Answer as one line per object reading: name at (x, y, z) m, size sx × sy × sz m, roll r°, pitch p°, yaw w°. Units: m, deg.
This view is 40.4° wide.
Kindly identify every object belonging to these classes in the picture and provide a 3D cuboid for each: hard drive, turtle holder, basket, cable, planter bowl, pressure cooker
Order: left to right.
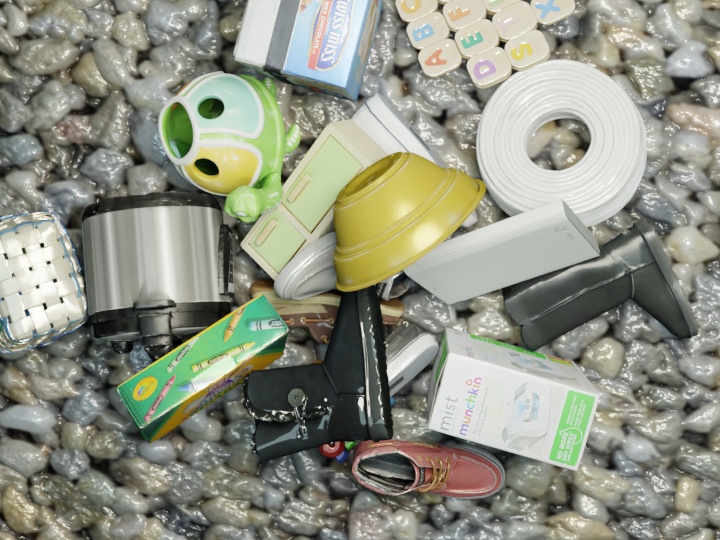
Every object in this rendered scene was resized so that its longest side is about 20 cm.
basket at (-0.412, 0.010, 1.199) m, size 0.138 × 0.200 × 0.178 m, roll -20°, pitch 94°, yaw -18°
pressure cooker at (-0.245, 0.015, 1.183) m, size 0.178 × 0.175 × 0.202 m, roll -10°, pitch 83°, yaw 36°
turtle holder at (-0.163, -0.143, 1.159) m, size 0.140 × 0.131 × 0.187 m, roll -7°, pitch 88°, yaw 43°
planter bowl at (0.031, -0.071, 1.070) m, size 0.200 × 0.201 × 0.084 m, roll -35°, pitch 106°, yaw 7°
hard drive at (0.166, -0.017, 1.148) m, size 0.199 × 0.132 × 0.026 m, roll -19°, pitch 62°, yaw 24°
cable at (0.236, -0.149, 1.153) m, size 0.198 × 0.069 × 0.202 m, roll 10°, pitch 80°, yaw 18°

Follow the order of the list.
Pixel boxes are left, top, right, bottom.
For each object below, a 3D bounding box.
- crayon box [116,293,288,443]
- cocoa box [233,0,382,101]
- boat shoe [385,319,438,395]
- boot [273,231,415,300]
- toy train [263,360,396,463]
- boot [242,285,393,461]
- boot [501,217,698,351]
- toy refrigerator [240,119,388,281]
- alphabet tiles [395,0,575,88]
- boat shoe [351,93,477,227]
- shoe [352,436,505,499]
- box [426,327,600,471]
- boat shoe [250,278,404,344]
crayon box at (-0.183, 0.117, 1.152) m, size 0.199 × 0.119 × 0.058 m, roll -33°, pitch 79°, yaw -16°
cocoa box at (-0.053, -0.281, 1.135) m, size 0.130 × 0.200 × 0.134 m, roll 16°, pitch 96°, yaw 1°
boat shoe at (0.003, 0.129, 1.192) m, size 0.200 × 0.070 × 0.066 m, roll -38°, pitch 63°, yaw -14°
boot at (0.000, 0.000, 1.180) m, size 0.199 × 0.074 × 0.096 m, roll -31°, pitch 63°, yaw -20°
toy train at (-0.056, 0.135, 1.243) m, size 0.116 × 0.085 × 0.200 m, roll -42°, pitch 88°, yaw -6°
boot at (-0.055, 0.109, 1.120) m, size 0.167 × 0.076 × 0.202 m, roll -8°, pitch 75°, yaw 11°
boot at (0.294, 0.050, 1.209) m, size 0.199 × 0.066 × 0.166 m, roll -28°, pitch 101°, yaw 8°
toy refrigerator at (-0.056, -0.081, 1.185) m, size 0.076 × 0.070 × 0.200 m, roll 45°, pitch 117°, yaw 9°
alphabet tiles at (0.147, -0.321, 1.174) m, size 0.194 × 0.015 × 0.201 m, roll -23°, pitch 73°, yaw 7°
boat shoe at (0.063, -0.124, 1.207) m, size 0.065 × 0.074 × 0.200 m, roll -41°, pitch 82°, yaw 15°
shoe at (0.085, 0.256, 1.233) m, size 0.198 × 0.091 × 0.072 m, roll 11°, pitch 97°, yaw 3°
box at (0.172, 0.148, 1.162) m, size 0.175 × 0.200 × 0.097 m, roll 16°, pitch 96°, yaw 3°
boat shoe at (-0.044, 0.057, 1.237) m, size 0.198 × 0.072 × 0.073 m, roll 5°, pitch 103°, yaw 8°
